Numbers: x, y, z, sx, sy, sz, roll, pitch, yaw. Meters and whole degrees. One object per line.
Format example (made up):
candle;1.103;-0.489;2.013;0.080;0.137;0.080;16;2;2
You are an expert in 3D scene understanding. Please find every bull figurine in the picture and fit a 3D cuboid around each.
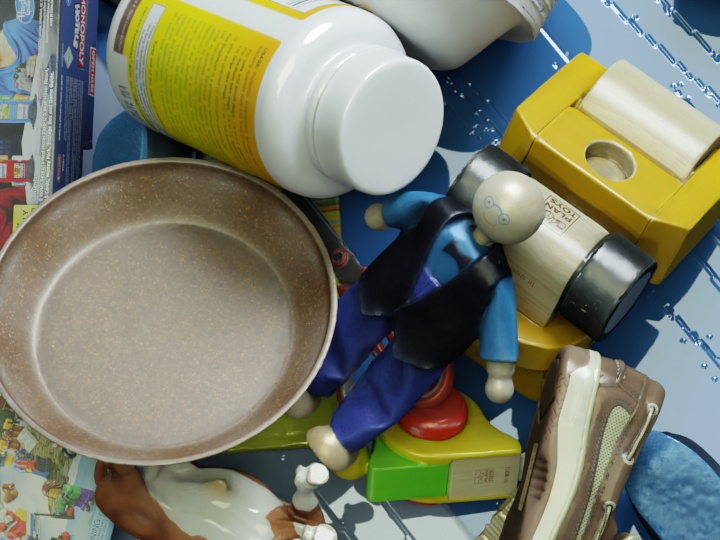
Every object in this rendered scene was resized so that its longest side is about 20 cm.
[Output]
bull figurine;-0.062;0.147;1.430;0.199;0.122;0.065;22;54;2

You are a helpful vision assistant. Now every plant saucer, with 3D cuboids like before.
plant saucer;-0.111;0.028;1.395;0.199;0.037;0.201;-1;57;2

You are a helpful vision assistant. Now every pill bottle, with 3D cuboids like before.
pill bottle;-0.048;-0.108;1.418;0.200;0.109;0.110;25;82;43

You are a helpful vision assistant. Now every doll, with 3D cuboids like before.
doll;0.036;0.023;1.377;0.137;0.048;0.200;50;117;21

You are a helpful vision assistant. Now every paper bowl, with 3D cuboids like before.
paper bowl;0.020;-0.191;1.451;0.200;0.201;0.105;29;86;11

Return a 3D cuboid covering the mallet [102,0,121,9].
mallet;-0.077;-0.161;1.544;0.199;0.041;0.066;28;87;7

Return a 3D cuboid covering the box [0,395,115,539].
box;-0.218;0.159;1.480;0.136;0.038;0.201;16;81;-6

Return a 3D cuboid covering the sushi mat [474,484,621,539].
sushi mat;0.148;0.205;1.424;0.200;0.096;0.012;48;47;13

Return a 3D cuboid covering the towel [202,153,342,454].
towel;-0.051;0.009;1.517;0.086;0.018;0.201;-5;79;10

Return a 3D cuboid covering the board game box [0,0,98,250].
board game box;-0.267;-0.082;1.529;0.199;0.062;0.201;2;88;17

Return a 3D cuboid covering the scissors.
scissors;0.000;0.000;1.470;0.073;0.014;0.201;-26;60;15

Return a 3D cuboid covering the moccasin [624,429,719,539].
moccasin;0.224;0.171;1.415;0.080;0.068;0.201;-31;87;9

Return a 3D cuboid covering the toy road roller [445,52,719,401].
toy road roller;0.121;-0.017;1.462;0.123;0.146;0.200;36;48;12

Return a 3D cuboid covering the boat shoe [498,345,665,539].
boat shoe;0.119;0.148;1.366;0.074;0.075;0.203;16;94;-5

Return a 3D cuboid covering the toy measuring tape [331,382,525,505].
toy measuring tape;0.077;0.098;1.466;0.199;0.074;0.074;-4;78;-10

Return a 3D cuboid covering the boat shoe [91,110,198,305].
boat shoe;-0.124;-0.001;1.485;0.084;0.068;0.201;-8;65;46
